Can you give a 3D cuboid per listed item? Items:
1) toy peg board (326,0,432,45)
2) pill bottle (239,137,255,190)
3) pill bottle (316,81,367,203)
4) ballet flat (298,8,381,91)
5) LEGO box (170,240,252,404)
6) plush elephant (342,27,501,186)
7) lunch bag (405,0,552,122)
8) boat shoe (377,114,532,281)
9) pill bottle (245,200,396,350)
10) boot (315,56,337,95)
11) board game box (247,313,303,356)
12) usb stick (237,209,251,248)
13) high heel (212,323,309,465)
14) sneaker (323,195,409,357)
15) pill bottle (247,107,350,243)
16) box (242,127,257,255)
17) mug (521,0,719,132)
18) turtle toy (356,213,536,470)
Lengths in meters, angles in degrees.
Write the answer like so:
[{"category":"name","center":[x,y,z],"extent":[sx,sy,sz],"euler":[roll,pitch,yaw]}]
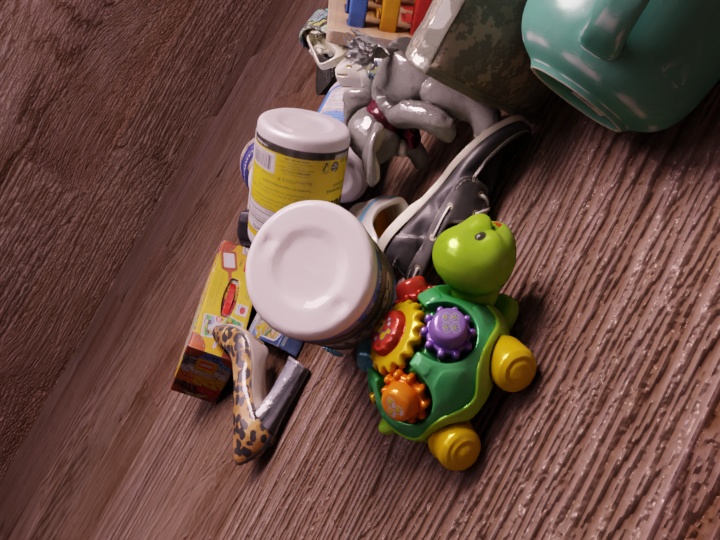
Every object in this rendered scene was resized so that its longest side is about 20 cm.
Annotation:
[{"category":"toy peg board","center":[0.058,-0.383,0.873],"extent":[0.202,0.194,0.099],"euler":[-91,10,-48]},{"category":"pill bottle","center":[-0.148,-0.168,1.142],"extent":[0.117,0.115,0.200],"euler":[-55,26,8]},{"category":"pill bottle","center":[-0.012,-0.205,0.927],"extent":[0.112,0.112,0.202],"euler":[-28,30,46]},{"category":"ballet flat","center":[-0.020,-0.289,0.885],"extent":[0.075,0.074,0.200],"euler":[-52,54,13]},{"category":"LEGO box","center":[-0.225,0.082,1.023],"extent":[0.149,0.076,0.203],"euler":[126,159,-48]},{"category":"plush elephant","center":[0.049,-0.180,0.764],"extent":[0.167,0.196,0.156],"euler":[-99,28,-43]},{"category":"lunch bag","center":[0.131,-0.242,0.580],"extent":[0.118,0.198,0.165],"euler":[46,116,24]},{"category":"boat shoe","center":[0.106,-0.068,0.655],"extent":[0.200,0.072,0.068],"euler":[-47,65,11]},{"category":"pill bottle","center":[-0.024,0.015,0.608],"extent":[0.115,0.112,0.200],"euler":[-60,-14,-3]},{"category":"boot","center":[0.014,-0.325,1.015],"extent":[0.199,0.128,0.069],"euler":[-25,65,60]},{"category":"board game box","center":[-0.086,0.015,0.927],"extent":[0.135,0.034,0.203],"euler":[3,66,62]},{"category":"usb stick","center":[-0.092,-0.055,0.882],"extent":[0.197,0.032,0.057],"euler":[4,95,34]},{"category":"high heel","center":[-0.168,0.154,0.844],"extent":[0.198,0.071,0.144],"euler":[21,75,42]},{"category":"sneaker","center":[0.000,0.000,0.744],"extent":[0.080,0.076,0.204],"euler":[-15,52,52]},{"category":"pill bottle","center":[-0.079,-0.081,0.776],"extent":[0.112,0.109,0.204],"euler":[-107,25,-58]},{"category":"box","center":[-0.119,-0.124,0.969],"extent":[0.117,0.059,0.203],"euler":[-58,-17,-57]},{"category":"mug","center":[0.185,-0.181,0.471],"extent":[0.115,0.183,0.153],"euler":[-54,44,17]},{"category":"turtle toy","center":[0.068,0.051,0.533],"extent":[0.202,0.100,0.146],"euler":[-56,26,6]}]
